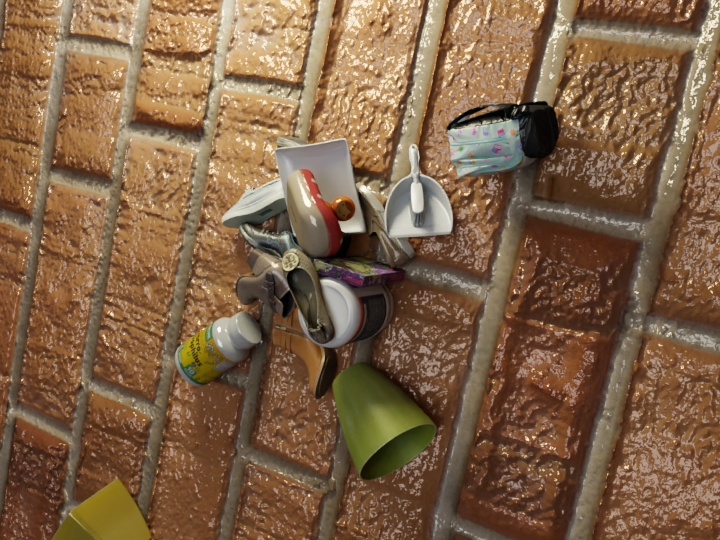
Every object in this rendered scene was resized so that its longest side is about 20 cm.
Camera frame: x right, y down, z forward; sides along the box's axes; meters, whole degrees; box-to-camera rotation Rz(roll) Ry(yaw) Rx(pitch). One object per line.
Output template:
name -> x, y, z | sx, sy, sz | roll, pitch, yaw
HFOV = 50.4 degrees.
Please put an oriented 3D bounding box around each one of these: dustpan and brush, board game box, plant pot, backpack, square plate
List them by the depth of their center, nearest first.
backpack -> 0.262, -0.249, 1.459 | 0.198, 0.166, 0.128 | -5, 95, 33
board game box -> 0.000, 0.000, 1.571 | 0.119, 0.200, 0.033 | 14, 99, 26
dustpan and brush -> 0.115, -0.169, 1.577 | 0.138, 0.057, 0.202 | -4, 57, 4
plant pot -> 0.029, 0.298, 1.597 | 0.187, 0.186, 0.201 | -48, 57, 20
square plate -> -0.083, -0.175, 1.641 | 0.197, 0.028, 0.202 | -1, 108, 35
plant pot -> -0.656, 0.692, 1.944 | 0.176, 0.200, 0.201 | 39, 108, 7

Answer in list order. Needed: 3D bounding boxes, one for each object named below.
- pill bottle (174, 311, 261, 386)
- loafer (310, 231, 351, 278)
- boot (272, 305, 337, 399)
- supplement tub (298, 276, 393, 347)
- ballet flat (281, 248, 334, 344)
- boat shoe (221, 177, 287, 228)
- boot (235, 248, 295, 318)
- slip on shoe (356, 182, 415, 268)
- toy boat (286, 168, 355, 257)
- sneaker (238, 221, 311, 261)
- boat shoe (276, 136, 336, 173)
pill bottle -> -0.330, 0.180, 1.793 | 0.199, 0.113, 0.114 | -32, 78, 24
loafer -> -0.087, -0.005, 1.654 | 0.072, 0.073, 0.201 | 30, 109, 18
boot -> -0.133, 0.178, 1.712 | 0.154, 0.077, 0.202 | 6, 92, 25
supplement tub -> -0.025, 0.080, 1.586 | 0.139, 0.200, 0.142 | 1, 92, 27
ballet flat -> -0.107, 0.049, 1.488 | 0.067, 0.046, 0.202 | -26, 78, 25
boat shoe -> -0.238, -0.157, 1.767 | 0.199, 0.070, 0.072 | -21, 63, 27
boot -> -0.208, 0.051, 1.716 | 0.146, 0.070, 0.201 | 45, 142, 23
slip on shoe -> 0.037, -0.096, 1.617 | 0.060, 0.076, 0.201 | -36, 82, 1
toy boat -> -0.073, -0.119, 1.566 | 0.131, 0.129, 0.201 | 93, 161, -44
sneaker -> -0.190, -0.061, 1.747 | 0.199, 0.073, 0.082 | 35, 90, 16
boat shoe -> -0.107, -0.239, 1.695 | 0.199, 0.074, 0.074 | 26, 113, 32
